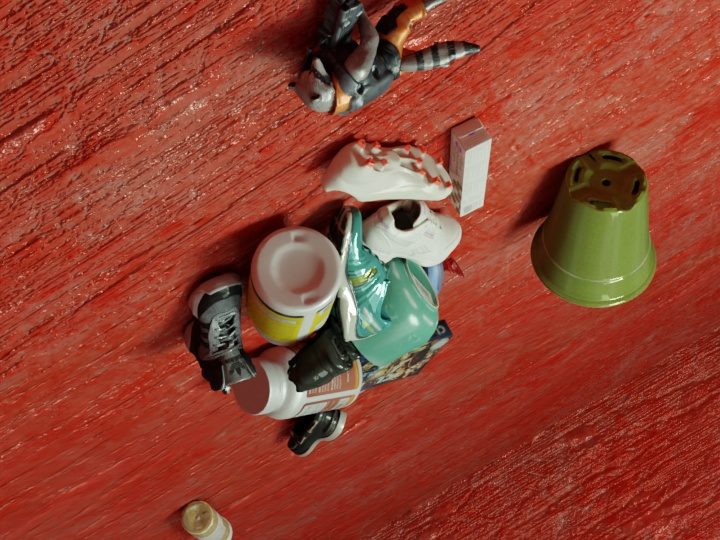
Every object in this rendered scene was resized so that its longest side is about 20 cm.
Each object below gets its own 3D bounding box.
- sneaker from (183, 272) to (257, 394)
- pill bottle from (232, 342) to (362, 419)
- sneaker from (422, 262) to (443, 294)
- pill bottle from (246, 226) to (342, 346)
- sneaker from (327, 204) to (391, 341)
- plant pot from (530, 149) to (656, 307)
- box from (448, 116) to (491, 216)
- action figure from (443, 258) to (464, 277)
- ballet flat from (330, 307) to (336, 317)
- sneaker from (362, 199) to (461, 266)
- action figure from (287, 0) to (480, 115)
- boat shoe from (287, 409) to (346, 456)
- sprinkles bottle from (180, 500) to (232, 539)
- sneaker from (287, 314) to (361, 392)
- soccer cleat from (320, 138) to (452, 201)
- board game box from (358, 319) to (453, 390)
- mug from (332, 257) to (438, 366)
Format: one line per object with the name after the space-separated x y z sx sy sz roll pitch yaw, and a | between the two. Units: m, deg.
-0.176 0.089 1.672 0.075 0.114 0.200 -19 157 -25 | sneaker
-0.099 0.170 1.968 0.199 0.113 0.112 -3 148 -49 | pill bottle
0.053 0.035 1.912 0.082 0.074 0.200 -7 149 -41 | sneaker
-0.090 0.028 1.633 0.114 0.115 0.200 -23 167 -15 | pill bottle
0.000 0.000 1.666 0.079 0.078 0.201 -11 123 -7 | sneaker
0.366 -0.080 1.936 0.199 0.201 0.191 -24 146 -14 | plant pot
0.143 -0.135 1.682 0.041 0.039 0.200 -28 159 -8 | box
0.071 0.052 2.014 0.199 0.052 0.065 -34 163 19 | action figure
-0.053 0.066 1.847 0.075 0.068 0.200 0 158 27 | ballet flat
0.081 -0.056 1.731 0.199 0.075 0.100 -7 151 -46 | sneaker
0.017 -0.220 1.236 0.193 0.105 0.200 -33 164 -19 | action figure
-0.095 0.291 2.326 0.060 0.074 0.200 27 153 -17 | boat shoe
-0.309 0.516 2.556 0.068 0.069 0.200 -27 159 -5 | sprinkles bottle
-0.056 0.117 1.725 0.091 0.076 0.200 -36 178 8 | sneaker
0.034 -0.116 1.553 0.199 0.070 0.077 7 145 -47 | soccer cleat
0.045 0.150 2.122 0.199 0.035 0.136 -13 154 -37 | board game box
0.046 0.043 1.809 0.114 0.153 0.185 -31 175 16 | mug
